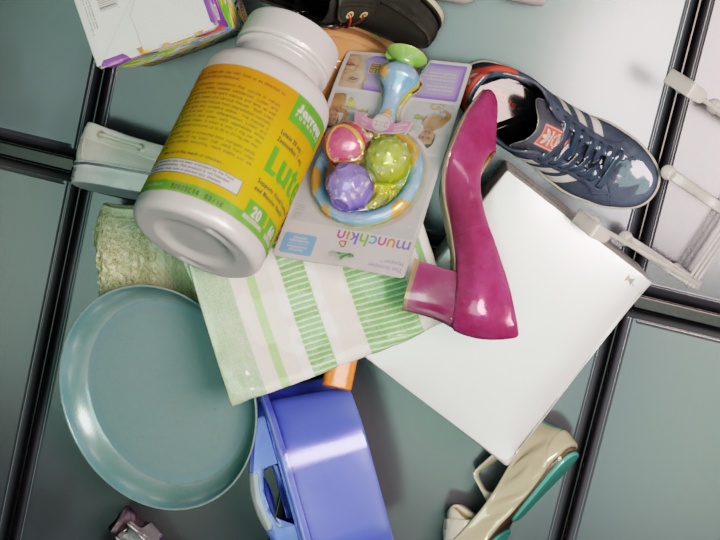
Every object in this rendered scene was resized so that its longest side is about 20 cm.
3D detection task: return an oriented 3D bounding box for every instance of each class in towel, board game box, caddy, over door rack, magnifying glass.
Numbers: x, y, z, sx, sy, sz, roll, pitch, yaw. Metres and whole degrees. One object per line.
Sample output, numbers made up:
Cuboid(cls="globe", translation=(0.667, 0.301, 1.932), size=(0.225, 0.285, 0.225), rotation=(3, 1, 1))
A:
Cuboid(cls="towel", translation=(-0.164, 0.038, 1.454), size=(0.147, 0.037, 0.201), rotation=(3, 109, 8))
Cuboid(cls="towel", translation=(-0.037, 0.006, 1.357), size=(0.199, 0.023, 0.153), rotation=(-20, 85, 1))
Cuboid(cls="board game box", translation=(-0.164, -0.231, 1.350), size=(0.102, 0.200, 0.105), rotation=(-18, 96, 5))
Cuboid(cls="caddy", translation=(-0.044, 0.186, 1.429), size=(0.104, 0.141, 0.201), rotation=(-16, 97, -9))
Cuboid(cls="over door rack", translation=(0.263, -0.077, 1.372), size=(0.067, 0.200, 0.148), rotation=(40, 102, 39))
Cuboid(cls="magnifying glass", translation=(0.000, 0.000, 1.383), size=(0.079, 0.022, 0.201), rotation=(13, 81, -12))

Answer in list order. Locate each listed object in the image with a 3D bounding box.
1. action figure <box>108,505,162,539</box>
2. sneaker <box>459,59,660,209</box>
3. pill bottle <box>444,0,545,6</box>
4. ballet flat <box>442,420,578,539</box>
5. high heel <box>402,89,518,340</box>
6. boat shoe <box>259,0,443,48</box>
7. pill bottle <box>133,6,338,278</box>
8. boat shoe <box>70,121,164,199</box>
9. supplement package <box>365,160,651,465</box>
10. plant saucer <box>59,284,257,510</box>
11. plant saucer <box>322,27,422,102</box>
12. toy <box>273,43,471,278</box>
Cuboid(cls="action figure", translation=(-0.157, 0.304, 1.496), size=(0.200, 0.069, 0.130), rotation=(36, 90, -6))
Cuboid(cls="sneaker", translation=(0.168, -0.111, 1.407), size=(0.199, 0.085, 0.075), rotation=(28, 99, -1))
Cuboid(cls="pill bottle", translation=(0.066, -0.285, 1.373), size=(0.199, 0.114, 0.115), rotation=(13, 99, 1))
Cuboid(cls="ballet flat", translation=(0.116, 0.215, 1.475), size=(0.069, 0.069, 0.200), rotation=(37, 97, -2))
Cuboid(cls="high heel", translation=(0.105, -0.045, 1.321), size=(0.095, 0.067, 0.201), rotation=(16, 72, 6))
Cuboid(cls="boat shoe", translation=(-0.023, -0.223, 1.337), size=(0.201, 0.074, 0.063), rotation=(23, 63, -26))
Cuboid(cls="pill bottle", translation=(-0.092, -0.106, 1.312), size=(0.111, 0.111, 0.201), rotation=(24, 68, -1))
Cuboid(cls="boat shoe", translation=(-0.149, -0.091, 1.438), size=(0.199, 0.071, 0.070), rotation=(9, 83, -2))
Cuboid(cls="supplement package", translation=(0.124, 0.033, 1.418), size=(0.155, 0.111, 0.200), rotation=(37, 98, -3))
Cuboid(cls="plant saucer", translation=(-0.171, 0.108, 1.425), size=(0.199, 0.027, 0.202), rotation=(7, 106, 24))
Cuboid(cls="plant saucer", translation=(-0.029, -0.120, 1.409), size=(0.199, 0.032, 0.202), rotation=(1, 85, -14))
Cuboid(cls="toy", translation=(0.007, -0.099, 1.329), size=(0.114, 0.047, 0.201), rotation=(9, 63, 22))
